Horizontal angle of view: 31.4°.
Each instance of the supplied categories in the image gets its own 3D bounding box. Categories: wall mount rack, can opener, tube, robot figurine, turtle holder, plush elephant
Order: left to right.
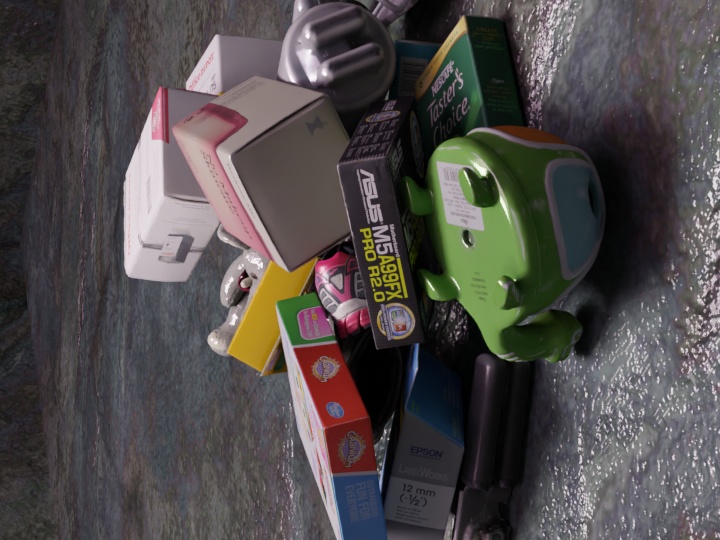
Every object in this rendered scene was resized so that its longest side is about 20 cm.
[{"bbox_3d":[-0.096,0.016,1.469,0.155,0.163,0.202,29,-100,-73],"label":"plush elephant"},{"bbox_3d":[-0.027,-0.192,1.277,0.200,0.112,0.172,125,125,-76],"label":"robot figurine"},{"bbox_3d":[0.035,-0.323,1.316,0.175,0.074,0.200,-61,16,-21],"label":"wall mount rack"},{"bbox_3d":[0.049,-0.129,1.290,0.077,0.050,0.203,19,108,43],"label":"tube"},{"bbox_3d":[0.106,0.169,1.133,0.067,0.053,0.203,22,108,61],"label":"can opener"},{"bbox_3d":[0.128,-0.023,0.991,0.187,0.131,0.141,64,153,10],"label":"turtle holder"}]

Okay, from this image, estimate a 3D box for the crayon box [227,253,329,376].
[{"bbox_3d":[-0.071,0.037,1.296,0.127,0.051,0.200,-64,-8,2],"label":"crayon box"}]

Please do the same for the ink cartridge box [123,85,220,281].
[{"bbox_3d":[-0.217,-0.095,1.490,0.200,0.084,0.147,131,139,-55],"label":"ink cartridge box"}]

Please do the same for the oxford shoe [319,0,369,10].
[{"bbox_3d":[-0.027,-0.202,1.434,0.072,0.084,0.202,29,102,39],"label":"oxford shoe"}]

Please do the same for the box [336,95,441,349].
[{"bbox_3d":[0.031,-0.047,1.097,0.200,0.044,0.162,-68,-32,-68],"label":"box"}]

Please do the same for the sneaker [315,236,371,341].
[{"bbox_3d":[0.000,0.000,1.223,0.075,0.080,0.200,62,-173,-9],"label":"sneaker"}]

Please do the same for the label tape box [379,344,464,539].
[{"bbox_3d":[0.060,0.154,1.169,0.144,0.065,0.202,-80,2,-69],"label":"label tape box"}]

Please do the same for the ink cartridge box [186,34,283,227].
[{"bbox_3d":[-0.126,-0.164,1.579,0.147,0.144,0.203,143,126,-61],"label":"ink cartridge box"}]

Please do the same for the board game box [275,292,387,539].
[{"bbox_3d":[-0.027,0.137,1.133,0.201,0.040,0.155,-117,16,-57],"label":"board game box"}]

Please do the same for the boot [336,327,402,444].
[{"bbox_3d":[0.006,0.083,1.257,0.200,0.071,0.184,78,-172,-73],"label":"boot"}]

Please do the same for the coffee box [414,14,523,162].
[{"bbox_3d":[0.103,-0.115,1.168,0.123,0.043,0.203,132,135,-58],"label":"coffee box"}]

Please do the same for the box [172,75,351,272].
[{"bbox_3d":[-0.084,-0.097,1.214,0.129,0.108,0.200,63,166,-22],"label":"box"}]
